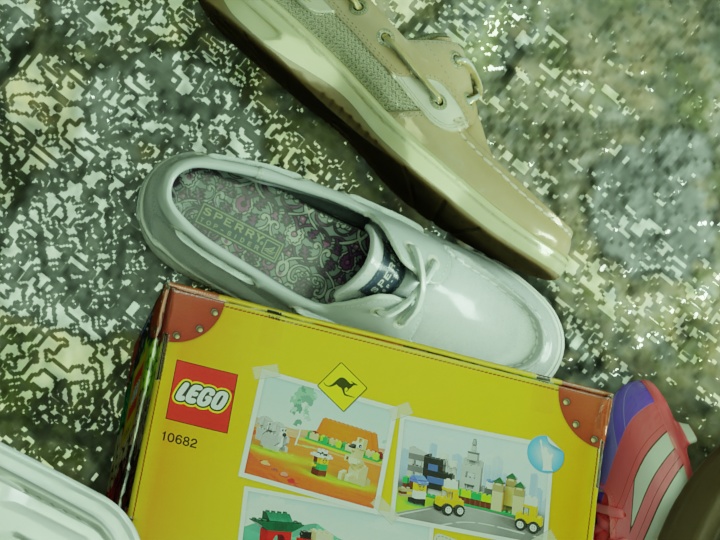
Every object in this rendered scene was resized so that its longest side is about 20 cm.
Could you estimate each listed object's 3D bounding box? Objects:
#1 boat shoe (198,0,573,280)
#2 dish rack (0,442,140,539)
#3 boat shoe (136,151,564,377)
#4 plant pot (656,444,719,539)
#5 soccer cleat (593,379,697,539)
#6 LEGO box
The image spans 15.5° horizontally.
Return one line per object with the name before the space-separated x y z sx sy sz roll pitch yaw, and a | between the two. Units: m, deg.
boat shoe | 0.022 -0.076 1.152 0.200 0.072 0.065 41 83 1
dish rack | -0.191 0.150 0.997 0.171 0.044 0.201 27 84 -2
boat shoe | 0.000 0.000 1.142 0.199 0.069 0.072 30 82 -6
plant pot | 0.221 0.158 1.119 0.200 0.093 0.202 1 89 -32
soccer cleat | 0.120 0.150 1.156 0.076 0.067 0.202 -8 90 -5
LEGO box | -0.006 0.107 1.106 0.199 0.077 0.150 15 64 -10
